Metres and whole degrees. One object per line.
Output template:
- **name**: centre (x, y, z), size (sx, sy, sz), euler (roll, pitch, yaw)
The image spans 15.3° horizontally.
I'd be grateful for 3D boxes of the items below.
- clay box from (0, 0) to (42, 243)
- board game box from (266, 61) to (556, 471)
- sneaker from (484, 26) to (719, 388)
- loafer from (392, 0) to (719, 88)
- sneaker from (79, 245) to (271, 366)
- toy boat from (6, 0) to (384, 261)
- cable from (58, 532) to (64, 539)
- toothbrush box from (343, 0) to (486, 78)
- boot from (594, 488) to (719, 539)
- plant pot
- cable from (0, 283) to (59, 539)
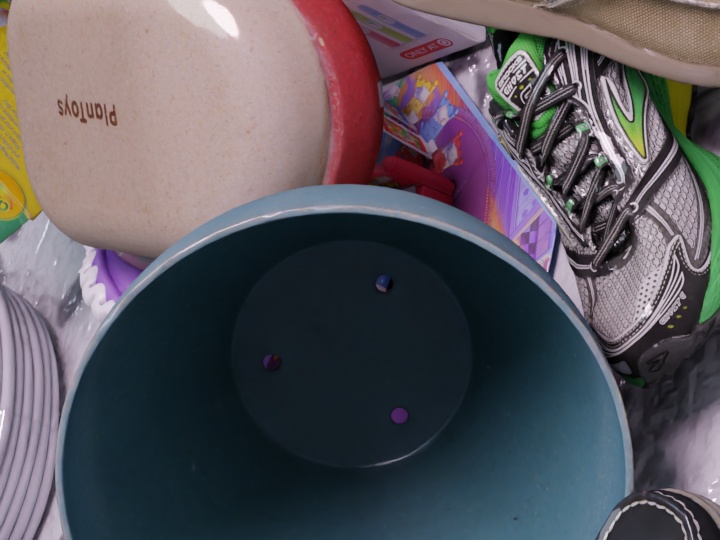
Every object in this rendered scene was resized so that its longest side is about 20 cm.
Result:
- **clay box**: centre (-0.148, -0.116, 1.271), size (0.200, 0.115, 0.048), euler (-45, 30, -12)
- **board game box**: centre (0.000, 0.000, 1.120), size (0.158, 0.039, 0.200), euler (-55, 34, 18)
- **sneaker**: centre (0.083, -0.040, 0.987), size (0.078, 0.085, 0.200), euler (-46, 39, 30)
- **loafer**: centre (0.094, -0.117, 0.950), size (0.199, 0.068, 0.076), euler (8, 48, 16)
- **sneaker**: centre (-0.077, -0.021, 1.197), size (0.089, 0.080, 0.200), euler (-56, 28, 14)
- **toy boat**: centre (-0.051, -0.074, 1.098), size (0.200, 0.130, 0.131), euler (10, 111, 56)
- **cable**: centre (-0.135, 0.133, 1.186), size (0.050, 0.097, 0.201), euler (2, 72, 34)
- **toothbrush box**: centre (-0.004, -0.190, 1.201), size (0.145, 0.086, 0.201), euler (-16, 57, 51)
- **boot**: centre (0.043, 0.156, 0.857), size (0.073, 0.154, 0.204), euler (15, 85, 48)
- **plant pot**: centre (-0.005, 0.053, 0.986), size (0.200, 0.200, 0.135), euler (-57, 9, 15)
- **cable**: centre (-0.225, 0.092, 1.363), size (0.200, 0.069, 0.201), euler (-5, 66, 55)
